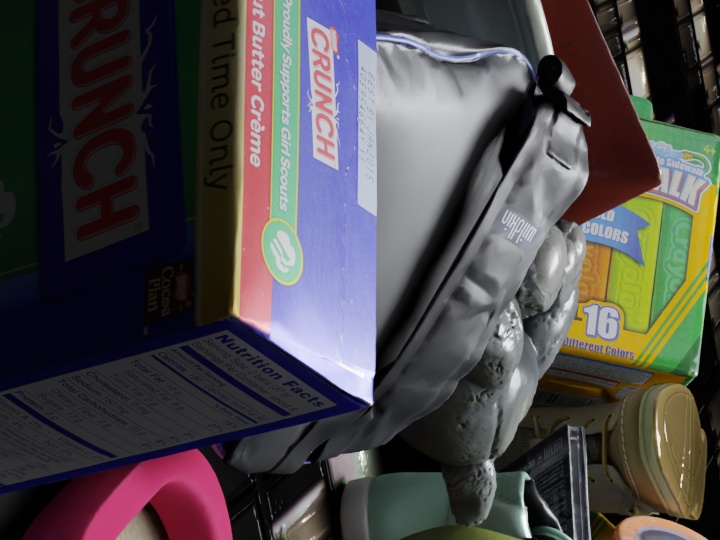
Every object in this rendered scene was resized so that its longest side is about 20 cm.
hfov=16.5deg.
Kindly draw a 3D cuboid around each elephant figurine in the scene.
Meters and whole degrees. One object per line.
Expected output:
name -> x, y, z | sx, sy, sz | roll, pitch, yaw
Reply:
elephant figurine -> 0.000, 0.000, 1.226 | 0.155, 0.200, 0.142 | -61, 163, -23

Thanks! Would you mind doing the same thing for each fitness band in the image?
fitness band -> -0.089, 0.149, 1.001 | 0.200, 0.037, 0.144 | -51, 127, -68

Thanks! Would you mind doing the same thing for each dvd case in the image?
dvd case -> 0.090, 0.204, 1.389 | 0.016, 0.149, 0.200 | 11, 61, -23

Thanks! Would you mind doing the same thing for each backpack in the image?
backpack -> -0.030, -0.018, 1.024 | 0.200, 0.154, 0.191 | 3, 105, -49

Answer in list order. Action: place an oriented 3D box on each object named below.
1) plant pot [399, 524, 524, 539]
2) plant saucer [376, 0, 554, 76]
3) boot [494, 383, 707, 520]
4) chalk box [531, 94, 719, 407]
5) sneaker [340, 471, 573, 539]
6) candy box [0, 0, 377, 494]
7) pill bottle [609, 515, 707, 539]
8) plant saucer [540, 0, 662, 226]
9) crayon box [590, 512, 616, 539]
plant pot -> 0.049, 0.216, 1.180 | 0.184, 0.200, 0.200 | -80, 157, -72
plant saucer -> 0.027, -0.132, 1.170 | 0.200, 0.050, 0.200 | 158, -90, -78
boot -> 0.122, 0.106, 1.467 | 0.200, 0.155, 0.072 | 47, 48, -73
chalk box -> 0.141, -0.024, 1.509 | 0.124, 0.125, 0.200 | 117, -18, -70
sneaker -> 0.069, 0.195, 1.328 | 0.074, 0.118, 0.200 | -70, 149, -59
candy box -> -0.095, -0.026, 0.771 | 0.077, 0.200, 0.169 | 34, 48, -49
pill bottle -> 0.141, 0.239, 1.411 | 0.106, 0.106, 0.200 | -52, 165, -66
plant saucer -> 0.068, -0.114, 1.232 | 0.200, 0.037, 0.200 | 67, -13, 2
crayon box -> 0.146, 0.221, 1.544 | 0.200, 0.052, 0.126 | -144, -138, -78
